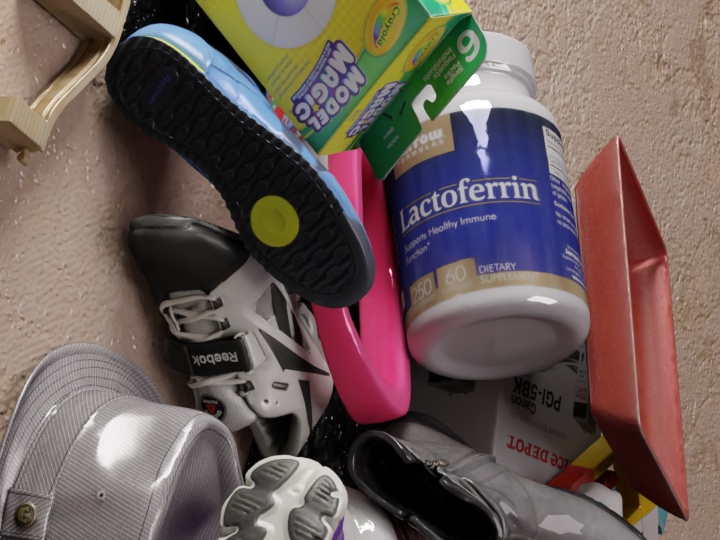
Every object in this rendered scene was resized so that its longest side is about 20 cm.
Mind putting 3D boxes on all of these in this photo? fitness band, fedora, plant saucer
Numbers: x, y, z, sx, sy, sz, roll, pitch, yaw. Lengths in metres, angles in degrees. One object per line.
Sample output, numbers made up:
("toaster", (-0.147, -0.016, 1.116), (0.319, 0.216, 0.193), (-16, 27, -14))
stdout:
("fitness band", (0.000, 0.000, 1.663), (0.200, 0.037, 0.144), (-91, 164, -48))
("fedora", (-0.120, 0.140, 1.504), (0.177, 0.090, 0.201), (41, 57, -48))
("plant saucer", (0.175, 0.043, 1.778), (0.200, 0.037, 0.200), (54, 31, -63))

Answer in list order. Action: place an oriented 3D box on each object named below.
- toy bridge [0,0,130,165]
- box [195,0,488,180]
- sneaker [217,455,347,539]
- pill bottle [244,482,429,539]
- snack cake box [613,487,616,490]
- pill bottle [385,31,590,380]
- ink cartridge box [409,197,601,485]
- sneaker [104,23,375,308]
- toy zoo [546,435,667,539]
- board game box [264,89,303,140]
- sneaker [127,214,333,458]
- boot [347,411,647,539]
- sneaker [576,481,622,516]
("toy bridge", (-0.158, -0.148, 1.511), (0.067, 0.027, 0.201), (41, 57, -49))
("box", (-0.023, -0.156, 1.544), (0.200, 0.117, 0.048), (50, 32, 16))
("sneaker", (-0.064, 0.195, 1.458), (0.200, 0.080, 0.084), (-51, 150, -24))
("pill bottle", (-0.004, 0.194, 1.655), (0.200, 0.114, 0.115), (32, 64, -52))
("snack cake box", (0.133, 0.249, 1.895), (0.200, 0.067, 0.115), (-50, 130, -43))
("pill bottle", (0.075, -0.042, 1.721), (0.116, 0.115, 0.201), (30, 46, -52))
("ink cartridge box", (0.101, 0.050, 1.837), (0.147, 0.083, 0.201), (24, 69, -54))
("sneaker", (-0.056, -0.065, 1.553), (0.200, 0.066, 0.078), (46, 24, 6))
("toy zoo", (0.151, 0.191, 1.827), (0.200, 0.020, 0.132), (-36, 125, -46))
("board game box", (0.005, -0.149, 1.679), (0.200, 0.039, 0.158), (-51, 156, -43))
("sneaker", (-0.074, 0.043, 1.589), (0.200, 0.074, 0.089), (47, 50, -44))
("boot", (0.084, 0.156, 1.645), (0.132, 0.200, 0.070), (-31, 146, -83))
("sneaker", (0.175, 0.220, 1.790), (0.080, 0.070, 0.201), (-58, 138, -34))
